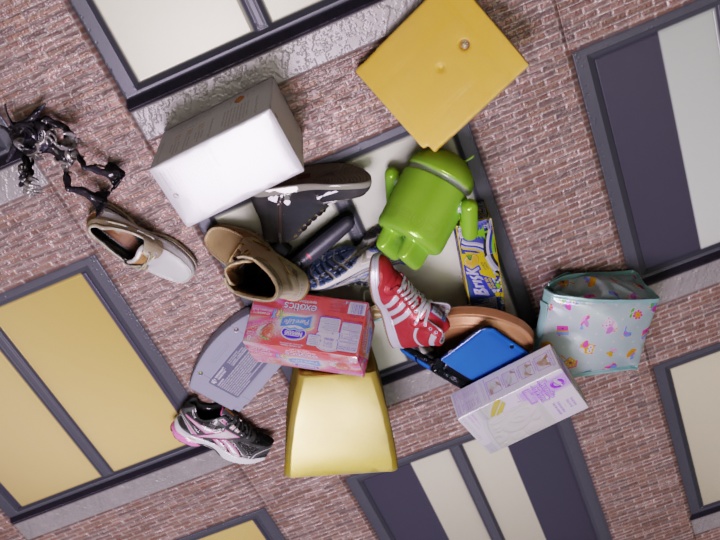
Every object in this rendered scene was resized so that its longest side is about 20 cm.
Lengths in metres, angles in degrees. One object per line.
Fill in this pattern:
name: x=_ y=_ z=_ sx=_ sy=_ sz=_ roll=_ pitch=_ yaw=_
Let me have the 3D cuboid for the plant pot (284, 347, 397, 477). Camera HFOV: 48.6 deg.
plant pot: x=-0.041 y=0.237 z=1.440 sx=0.198 sy=0.200 sz=0.178 roll=-2 pitch=109 yaw=-4

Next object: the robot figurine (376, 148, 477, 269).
robot figurine: x=0.104 y=-0.105 z=1.265 sx=0.201 sy=0.175 sz=0.116 roll=-62 pitch=148 yaw=-4

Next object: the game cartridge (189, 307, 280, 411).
game cartridge: x=-0.221 y=0.162 z=1.461 sx=0.133 sy=0.041 sz=0.200 roll=32 pitch=113 yaw=-25

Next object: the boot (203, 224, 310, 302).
boot: x=-0.187 y=-0.012 z=1.261 sx=0.199 sy=0.155 sz=0.073 roll=34 pitch=100 yaw=11

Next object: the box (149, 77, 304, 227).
box: x=-0.195 y=-0.179 z=1.196 sx=0.199 sy=0.153 sz=0.107 roll=-24 pitch=119 yaw=9

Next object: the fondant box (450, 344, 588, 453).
fondant box: x=0.278 y=0.229 z=1.396 sx=0.199 sy=0.058 sz=0.144 roll=-30 pitch=132 yaw=14

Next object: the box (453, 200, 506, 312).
box: x=0.204 y=-0.014 z=1.376 sx=0.064 sy=0.070 sz=0.201 roll=-12 pitch=121 yaw=4

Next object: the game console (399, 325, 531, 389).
game console: x=0.202 y=0.158 z=1.430 sx=0.200 sy=0.170 sz=0.119 roll=34 pitch=86 yaw=-36

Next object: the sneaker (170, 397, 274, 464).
sneaker: x=-0.255 y=0.301 z=1.514 sx=0.199 sy=0.081 sz=0.087 roll=18 pitch=116 yaw=-16

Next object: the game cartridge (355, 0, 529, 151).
game cartridge: x=0.121 y=-0.303 z=1.193 sx=0.200 sy=0.032 sz=0.176 roll=-41 pitch=95 yaw=19

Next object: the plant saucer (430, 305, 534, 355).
plant saucer: x=0.208 y=0.123 z=1.420 sx=0.198 sy=0.033 sz=0.201 roll=9 pitch=151 yaw=5

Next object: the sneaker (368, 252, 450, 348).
sneaker: x=0.085 y=0.051 z=1.315 sx=0.112 sy=0.072 sz=0.201 roll=-1 pitch=132 yaw=24

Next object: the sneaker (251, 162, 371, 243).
sneaker: x=-0.075 y=-0.109 z=1.301 sx=0.198 sy=0.075 sz=0.107 roll=-4 pitch=125 yaw=8

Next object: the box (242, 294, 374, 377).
box: x=-0.084 y=0.106 z=1.339 sx=0.198 sy=0.103 sz=0.095 roll=6 pitch=153 yaw=12

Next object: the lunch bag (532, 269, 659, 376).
lunch bag: x=0.406 y=0.094 z=1.430 sx=0.198 sy=0.122 sz=0.172 roll=-3 pitch=121 yaw=-10

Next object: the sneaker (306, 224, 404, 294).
sneaker: x=0.000 y=0.000 z=1.361 sx=0.199 sy=0.077 sz=0.085 roll=-26 pitch=128 yaw=5

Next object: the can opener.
can opener: x=-0.091 y=-0.032 z=1.343 sx=0.199 sy=0.064 sz=0.079 roll=-32 pitch=118 yaw=14

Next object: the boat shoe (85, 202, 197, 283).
boat shoe: x=-0.363 y=-0.032 z=1.315 sx=0.199 sy=0.069 sz=0.075 roll=32 pitch=113 yaw=-21

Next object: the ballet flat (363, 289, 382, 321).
ballet flat: x=0.002 y=0.071 z=1.423 sx=0.198 sy=0.069 sz=0.064 roll=-18 pitch=92 yaw=3

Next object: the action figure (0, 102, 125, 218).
action figure: x=-0.462 y=-0.170 z=1.207 sx=0.199 sy=0.102 sz=0.119 roll=33 pitch=106 yaw=-24
